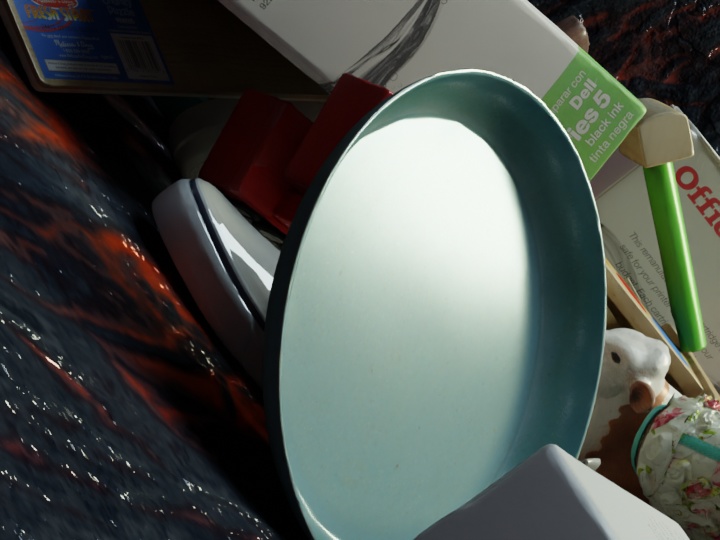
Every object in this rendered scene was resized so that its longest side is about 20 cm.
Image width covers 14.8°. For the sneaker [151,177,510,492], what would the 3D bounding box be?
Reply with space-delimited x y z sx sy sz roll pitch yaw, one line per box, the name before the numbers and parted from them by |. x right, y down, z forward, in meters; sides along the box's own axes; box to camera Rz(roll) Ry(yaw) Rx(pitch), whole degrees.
sneaker | -0.002 0.033 1.120 0.200 0.071 0.073 50 7 -3

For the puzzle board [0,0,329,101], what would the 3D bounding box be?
puzzle board | -0.103 -0.140 1.205 0.200 0.017 0.151 -3 65 -54

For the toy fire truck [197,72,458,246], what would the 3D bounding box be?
toy fire truck | 0.011 -0.021 1.140 0.141 0.049 0.200 22 -12 43

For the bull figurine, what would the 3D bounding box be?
bull figurine | 0.125 0.104 1.337 0.200 0.121 0.065 48 24 -42

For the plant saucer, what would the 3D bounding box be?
plant saucer | 0.026 0.025 1.028 0.027 0.201 0.200 8 -25 39

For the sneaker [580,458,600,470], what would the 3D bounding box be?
sneaker | 0.075 0.114 1.167 0.200 0.082 0.075 53 7 7

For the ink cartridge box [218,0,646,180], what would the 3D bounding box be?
ink cartridge box | 0.006 -0.115 1.181 0.200 0.084 0.146 39 4 -27

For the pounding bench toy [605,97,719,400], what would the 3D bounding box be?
pounding bench toy | 0.125 0.027 1.441 0.156 0.200 0.124 49 8 -17

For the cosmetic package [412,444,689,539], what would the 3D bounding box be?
cosmetic package | 0.072 0.133 0.994 0.071 0.101 0.200 56 9 22

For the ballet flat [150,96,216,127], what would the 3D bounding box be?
ballet flat | -0.096 -0.128 1.291 0.200 0.069 0.070 55 4 -37

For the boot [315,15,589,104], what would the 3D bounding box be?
boot | 0.043 -0.089 1.395 0.072 0.166 0.200 50 -18 17

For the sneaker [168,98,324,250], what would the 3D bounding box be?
sneaker | 0.000 0.000 1.277 0.199 0.074 0.116 21 52 -27

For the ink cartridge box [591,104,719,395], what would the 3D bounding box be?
ink cartridge box | 0.146 0.026 1.566 0.145 0.200 0.084 51 8 -11

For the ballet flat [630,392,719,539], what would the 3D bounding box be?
ballet flat | 0.191 0.114 1.298 0.064 0.076 0.200 19 -6 35
